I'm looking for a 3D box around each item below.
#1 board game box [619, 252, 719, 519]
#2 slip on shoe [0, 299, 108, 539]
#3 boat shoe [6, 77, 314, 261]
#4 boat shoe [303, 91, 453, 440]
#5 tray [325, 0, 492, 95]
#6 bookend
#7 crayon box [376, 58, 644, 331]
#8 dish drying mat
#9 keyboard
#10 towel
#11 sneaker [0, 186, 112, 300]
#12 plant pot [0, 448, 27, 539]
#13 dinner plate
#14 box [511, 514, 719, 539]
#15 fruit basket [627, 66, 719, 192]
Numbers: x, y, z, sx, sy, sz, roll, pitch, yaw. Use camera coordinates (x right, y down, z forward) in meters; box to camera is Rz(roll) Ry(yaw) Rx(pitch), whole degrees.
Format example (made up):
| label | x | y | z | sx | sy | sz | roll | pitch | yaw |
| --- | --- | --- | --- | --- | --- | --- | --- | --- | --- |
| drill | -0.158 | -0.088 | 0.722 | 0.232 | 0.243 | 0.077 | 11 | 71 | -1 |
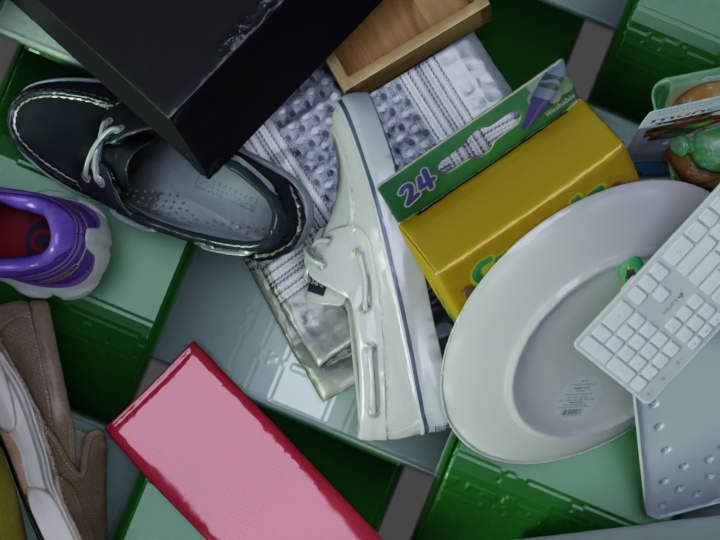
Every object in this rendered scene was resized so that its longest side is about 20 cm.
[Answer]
| label | x | y | z | sx | sy | sz | roll | pitch | yaw |
| --- | --- | --- | --- | --- | --- | --- | --- | --- | --- |
| board game box | 0.248 | 0.045 | 1.203 | 0.199 | 0.201 | 0.026 | -15 | 43 | -2 |
| slip on shoe | -0.173 | 0.112 | 1.239 | 0.060 | 0.076 | 0.201 | -24 | 81 | -14 |
| boat shoe | -0.123 | -0.063 | 1.237 | 0.199 | 0.060 | 0.076 | 18 | 97 | 13 |
| boat shoe | 0.000 | 0.000 | 1.220 | 0.069 | 0.071 | 0.201 | -13 | 93 | -1 |
| tray | -0.015 | -0.210 | 1.257 | 0.098 | 0.037 | 0.201 | -31 | 77 | 0 |
| bookend | -0.095 | -0.196 | 1.201 | 0.200 | 0.092 | 0.199 | 41 | 82 | 20 |
| crayon box | 0.103 | -0.007 | 1.189 | 0.125 | 0.200 | 0.052 | -34 | 46 | -2 |
| dish drying mat | -0.057 | 0.140 | 1.262 | 0.077 | 0.018 | 0.200 | -44 | 87 | -2 |
| keyboard | 0.197 | -0.017 | 1.113 | 0.056 | 0.011 | 0.200 | 36 | 104 | -21 |
| towel | 0.014 | -0.049 | 1.265 | 0.192 | 0.035 | 0.201 | -30 | 88 | -2 |
| sneaker | -0.244 | -0.030 | 1.227 | 0.199 | 0.083 | 0.081 | 2 | 79 | 14 |
| plant pot | -0.270 | 0.141 | 1.189 | 0.200 | 0.200 | 0.142 | -45 | 115 | -3 |
| dinner plate | 0.137 | 0.037 | 1.196 | 0.200 | 0.200 | 0.024 | -32 | 47 | -3 |
| box | 0.189 | 0.209 | 1.170 | 0.198 | 0.200 | 0.132 | -7 | 89 | -1 |
| fruit basket | 0.240 | -0.079 | 1.187 | 0.184 | 0.200 | 0.094 | -12 | 87 | -2 |
